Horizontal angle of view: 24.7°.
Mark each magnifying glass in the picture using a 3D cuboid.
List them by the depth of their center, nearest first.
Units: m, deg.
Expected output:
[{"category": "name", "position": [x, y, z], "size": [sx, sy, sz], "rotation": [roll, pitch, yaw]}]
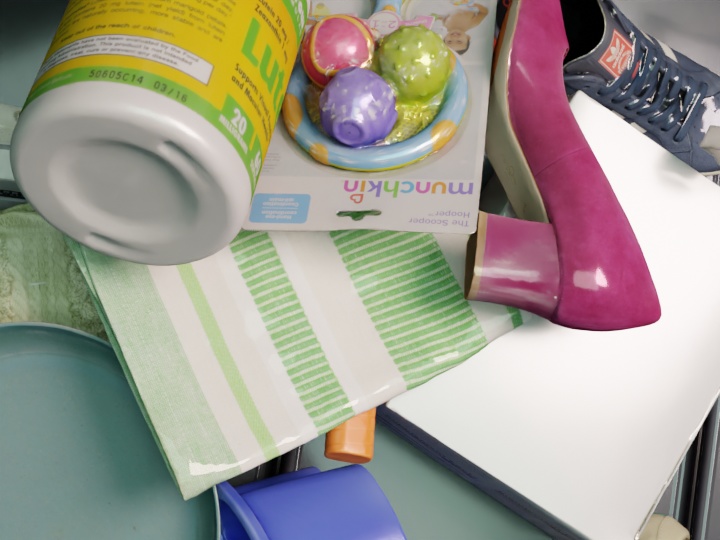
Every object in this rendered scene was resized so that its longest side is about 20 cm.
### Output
[{"category": "magnifying glass", "position": [0.000, 0.000, 0.859], "size": [0.079, 0.022, 0.201], "rotation": [12, 67, -22]}]

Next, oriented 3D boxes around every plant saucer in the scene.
[{"category": "plant saucer", "position": [-0.163, 0.125, 0.839], "size": [0.199, 0.027, 0.202], "rotation": [1, 94, 11]}]

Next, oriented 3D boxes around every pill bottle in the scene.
[{"category": "pill bottle", "position": [-0.086, -0.112, 0.790], "size": [0.110, 0.111, 0.201], "rotation": [20, 53, -8]}]

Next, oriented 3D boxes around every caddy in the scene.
[{"category": "caddy", "position": [-0.032, 0.194, 0.858], "size": [0.104, 0.141, 0.201], "rotation": [-19, 89, -24]}]

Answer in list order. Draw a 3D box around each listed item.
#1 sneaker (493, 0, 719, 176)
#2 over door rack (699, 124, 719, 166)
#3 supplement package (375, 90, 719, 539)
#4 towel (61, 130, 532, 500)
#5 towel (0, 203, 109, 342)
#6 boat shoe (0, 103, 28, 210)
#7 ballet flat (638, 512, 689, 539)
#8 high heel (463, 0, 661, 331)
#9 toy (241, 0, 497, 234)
[{"category": "sneaker", "position": [0.146, -0.114, 0.941], "size": [0.199, 0.085, 0.075], "rotation": [24, 83, -8]}, {"category": "over door rack", "position": [0.249, -0.095, 0.923], "size": [0.066, 0.200, 0.148], "rotation": [22, 81, 34]}, {"category": "supplement package", "position": [0.117, 0.031, 0.914], "size": [0.155, 0.111, 0.201], "rotation": [33, 81, -6]}, {"category": "towel", "position": [-0.030, 0.003, 0.824], "size": [0.199, 0.023, 0.153], "rotation": [-24, 79, -15]}, {"category": "towel", "position": [-0.170, 0.063, 0.882], "size": [0.147, 0.036, 0.201], "rotation": [-3, 98, -5]}, {"category": "boat shoe", "position": [-0.166, -0.068, 0.894], "size": [0.199, 0.071, 0.070], "rotation": [6, 70, -13]}, {"category": "ballet flat", "position": [0.117, 0.222, 0.933], "size": [0.069, 0.069, 0.201], "rotation": [33, 80, -6]}, {"category": "high heel", "position": [0.110, -0.064, 0.833], "size": [0.095, 0.067, 0.201], "rotation": [10, 58, -3]}, {"category": "toy", "position": [0.007, -0.109, 0.828], "size": [0.114, 0.047, 0.201], "rotation": [1, 50, 10]}]
